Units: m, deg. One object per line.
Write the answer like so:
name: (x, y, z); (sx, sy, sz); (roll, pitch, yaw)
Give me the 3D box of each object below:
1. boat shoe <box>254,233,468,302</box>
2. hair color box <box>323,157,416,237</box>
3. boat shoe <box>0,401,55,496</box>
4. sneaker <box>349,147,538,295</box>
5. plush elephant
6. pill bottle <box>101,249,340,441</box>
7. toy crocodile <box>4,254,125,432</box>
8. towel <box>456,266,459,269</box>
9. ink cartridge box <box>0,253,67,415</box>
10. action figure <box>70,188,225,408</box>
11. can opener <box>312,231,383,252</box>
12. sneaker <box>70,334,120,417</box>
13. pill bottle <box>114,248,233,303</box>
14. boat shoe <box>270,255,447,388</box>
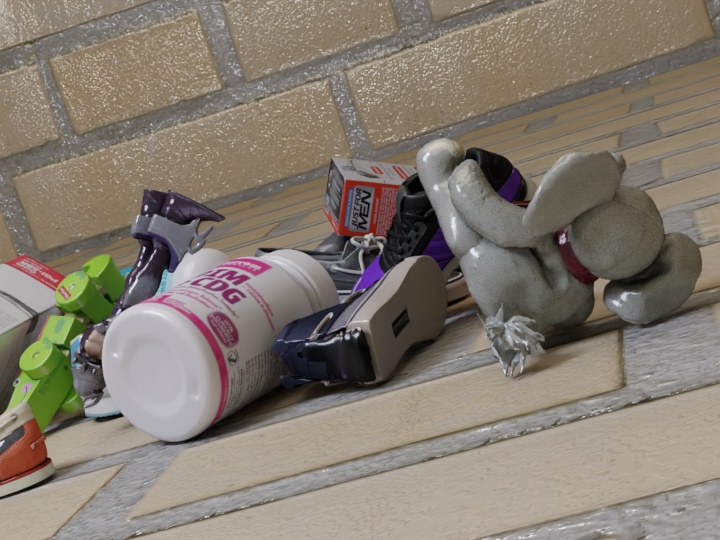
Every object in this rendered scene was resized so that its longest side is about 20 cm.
boat shoe: (0.000, 0.000, 1.539); (0.199, 0.068, 0.074); (0, 9, 9)
hair color box: (0.070, -0.066, 1.675); (0.200, 0.064, 0.111); (7, 14, -10)
boat shoe: (-0.346, 0.165, 1.321); (0.200, 0.063, 0.071); (-19, 10, 2)
sneaker: (0.051, -0.036, 1.436); (0.200, 0.100, 0.070); (-41, 45, 9)
plush elephant: (0.150, -0.026, 1.200); (0.155, 0.165, 0.200); (-30, 34, 14)
pill bottle: (-0.108, 0.054, 1.359); (0.113, 0.113, 0.200); (-13, 9, 35)
toy crocodile: (-0.277, 0.068, 1.551); (0.062, 0.068, 0.200); (1, 55, 39)
towel: (0.009, 0.016, 1.704); (0.192, 0.035, 0.200); (-8, 10, 39)
ink cartridge box: (-0.371, 0.081, 1.620); (0.147, 0.083, 0.200); (-62, -8, 19)
action figure: (-0.193, 0.028, 1.419); (0.200, 0.069, 0.130); (-64, 13, -5)
can opener: (0.008, -0.027, 1.692); (0.067, 0.053, 0.200); (-13, 9, 16)
sneaker: (-0.167, 0.069, 1.517); (0.200, 0.081, 0.077); (-18, 6, -12)
pill bottle: (-0.182, 0.042, 1.630); (0.200, 0.111, 0.111); (-14, 8, 29)
boat shoe: (0.000, 0.040, 1.348); (0.093, 0.075, 0.200); (-8, 11, 24)
